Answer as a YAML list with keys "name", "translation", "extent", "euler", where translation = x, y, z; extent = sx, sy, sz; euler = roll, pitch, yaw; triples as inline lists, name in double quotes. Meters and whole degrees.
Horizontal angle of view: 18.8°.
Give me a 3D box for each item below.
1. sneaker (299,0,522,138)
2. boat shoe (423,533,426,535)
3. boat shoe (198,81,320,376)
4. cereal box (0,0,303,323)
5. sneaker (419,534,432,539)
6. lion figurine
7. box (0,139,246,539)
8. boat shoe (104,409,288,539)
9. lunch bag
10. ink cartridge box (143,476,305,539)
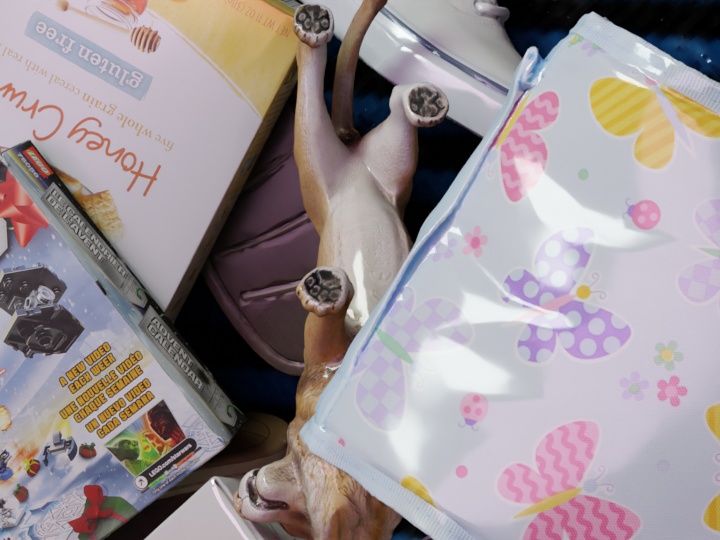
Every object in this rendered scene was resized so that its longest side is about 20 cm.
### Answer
- name: "sneaker"
  translation: [0.023, -0.114, 0.864]
  extent: [0.200, 0.073, 0.071]
  euler: [42, 102, 23]
- name: "boat shoe"
  translation: [0.094, 0.018, 0.813]
  extent: [0.199, 0.075, 0.093]
  euler: [-27, 64, 14]
- name: "boat shoe"
  translation: [-0.044, -0.057, 0.889]
  extent: [0.071, 0.068, 0.202]
  euler: [-20, 92, 9]
- name: "cereal box"
  translation: [-0.121, -0.043, 0.849]
  extent: [0.143, 0.040, 0.201]
  euler: [28, 103, 4]
- name: "sneaker"
  translation: [0.017, 0.150, 0.821]
  extent: [0.199, 0.081, 0.075]
  euler: [-33, 27, 34]
- name: "lion figurine"
  translation: [0.000, 0.000, 0.801]
  extent: [0.072, 0.123, 0.202]
  euler: [7, 61, 1]
- name: "box"
  translation: [-0.162, 0.065, 0.838]
  extent: [0.199, 0.040, 0.137]
  euler: [-37, 94, 16]
- name: "boat shoe"
  translation: [-0.114, 0.113, 0.899]
  extent: [0.198, 0.072, 0.073]
  euler: [-17, 105, 10]
- name: "lunch bag"
  translation: [0.105, 0.036, 0.692]
  extent: [0.199, 0.127, 0.170]
  euler: [31, 90, -2]
- name: "ink cartridge box"
  translation: [-0.110, 0.156, 0.817]
  extent: [0.200, 0.176, 0.045]
  euler: [-43, 69, 14]
